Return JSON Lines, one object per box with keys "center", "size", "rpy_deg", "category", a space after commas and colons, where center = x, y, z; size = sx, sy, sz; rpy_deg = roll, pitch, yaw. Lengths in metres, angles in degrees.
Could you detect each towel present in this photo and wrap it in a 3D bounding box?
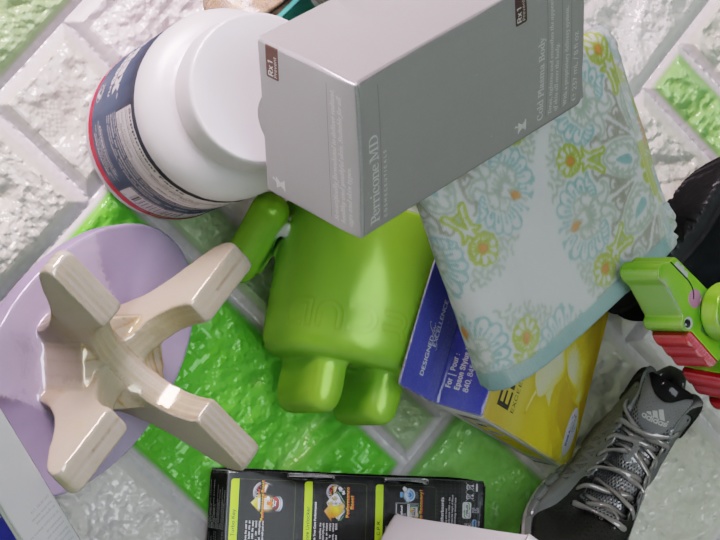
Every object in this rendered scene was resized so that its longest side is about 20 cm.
{"center": [0.119, -0.045, 1.297], "size": [0.200, 0.048, 0.172], "rpy_deg": [-38, 116, -34], "category": "towel"}

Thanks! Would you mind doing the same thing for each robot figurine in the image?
{"center": [0.000, 0.000, 1.339], "size": [0.174, 0.116, 0.202], "rpy_deg": [13, 81, -22], "category": "robot figurine"}

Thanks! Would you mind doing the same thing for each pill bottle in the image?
{"center": [-0.094, -0.100, 1.264], "size": [0.119, 0.200, 0.121], "rpy_deg": [2, 85, -22], "category": "pill bottle"}

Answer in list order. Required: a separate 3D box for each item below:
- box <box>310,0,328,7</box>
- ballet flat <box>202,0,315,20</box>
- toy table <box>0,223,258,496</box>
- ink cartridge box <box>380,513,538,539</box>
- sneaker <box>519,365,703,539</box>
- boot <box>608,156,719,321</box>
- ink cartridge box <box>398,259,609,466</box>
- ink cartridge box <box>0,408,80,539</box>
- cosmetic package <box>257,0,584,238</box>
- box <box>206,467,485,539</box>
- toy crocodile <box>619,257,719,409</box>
{"center": [0.038, -0.182, 1.309], "size": [0.200, 0.136, 0.039], "rpy_deg": [50, 50, -50], "category": "box"}
{"center": [-0.028, -0.224, 1.377], "size": [0.200, 0.068, 0.067], "rpy_deg": [-39, 73, -22], "category": "ballet flat"}
{"center": [-0.153, 0.054, 1.253], "size": [0.183, 0.117, 0.201], "rpy_deg": [37, 68, -30], "category": "toy table"}
{"center": [0.106, 0.240, 1.270], "size": [0.175, 0.200, 0.084], "rpy_deg": [37, 74, -16], "category": "ink cartridge box"}
{"center": [0.174, 0.125, 1.348], "size": [0.075, 0.116, 0.200], "rpy_deg": [31, 38, 4], "category": "sneaker"}
{"center": [0.268, 0.028, 1.443], "size": [0.169, 0.076, 0.200], "rpy_deg": [55, 43, -9], "category": "boot"}
{"center": [0.114, 0.015, 1.367], "size": [0.200, 0.047, 0.199], "rpy_deg": [33, 71, -58], "category": "ink cartridge box"}
{"center": [-0.217, 0.156, 1.219], "size": [0.039, 0.099, 0.201], "rpy_deg": [-46, 127, -34], "category": "ink cartridge box"}
{"center": [0.038, -0.115, 1.167], "size": [0.200, 0.090, 0.108], "rpy_deg": [-36, 137, -35], "category": "cosmetic package"}
{"center": [-0.012, 0.237, 1.355], "size": [0.191, 0.047, 0.202], "rpy_deg": [4, 85, -20], "category": "box"}
{"center": [0.239, 0.057, 1.343], "size": [0.200, 0.067, 0.062], "rpy_deg": [44, 64, -35], "category": "toy crocodile"}
